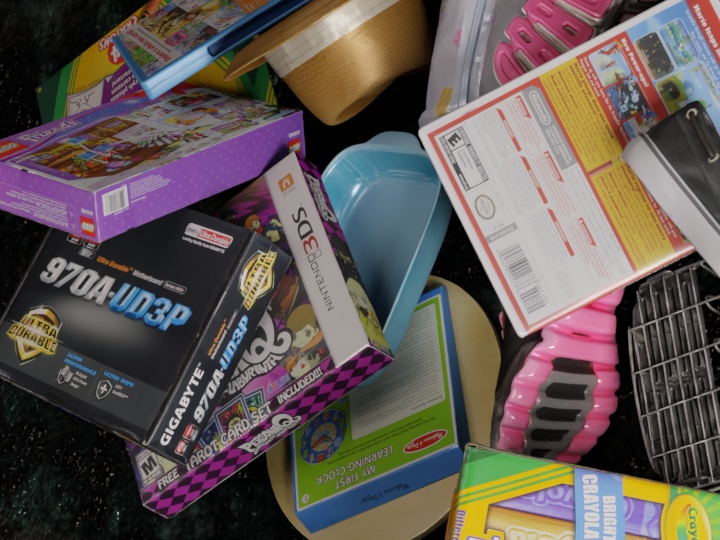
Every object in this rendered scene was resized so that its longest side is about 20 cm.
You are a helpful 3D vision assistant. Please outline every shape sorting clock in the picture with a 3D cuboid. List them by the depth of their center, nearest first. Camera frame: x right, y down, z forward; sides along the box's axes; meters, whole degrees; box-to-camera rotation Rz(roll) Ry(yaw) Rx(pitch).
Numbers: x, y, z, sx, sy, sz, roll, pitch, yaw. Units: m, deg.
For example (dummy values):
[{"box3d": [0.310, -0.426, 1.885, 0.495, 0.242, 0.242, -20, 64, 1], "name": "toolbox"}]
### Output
[{"box3d": [0.016, 0.097, 1.301, 0.199, 0.039, 0.201, -21, 53, 31], "name": "shape sorting clock"}]

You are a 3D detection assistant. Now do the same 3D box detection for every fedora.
[{"box3d": [-0.002, -0.158, 1.332, 0.200, 0.201, 0.082, -29, 96, 32], "name": "fedora"}]

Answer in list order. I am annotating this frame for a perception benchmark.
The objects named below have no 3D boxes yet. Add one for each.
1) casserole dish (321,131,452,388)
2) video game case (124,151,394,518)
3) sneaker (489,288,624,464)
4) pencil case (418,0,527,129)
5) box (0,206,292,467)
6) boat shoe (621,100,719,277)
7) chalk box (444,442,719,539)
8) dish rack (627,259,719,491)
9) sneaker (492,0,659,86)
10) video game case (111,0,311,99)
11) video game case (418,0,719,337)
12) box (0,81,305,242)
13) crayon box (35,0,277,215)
[{"box3d": [0.000, 0.000, 1.318, 0.121, 0.039, 0.201, 9, 72, 44], "name": "casserole dish"}, {"box3d": [-0.088, 0.043, 1.306, 0.200, 0.036, 0.182, -35, 50, 17], "name": "video game case"}, {"box3d": [0.119, 0.038, 1.221, 0.095, 0.079, 0.201, 6, 79, 62], "name": "sneaker"}, {"box3d": [0.093, -0.180, 1.287, 0.083, 0.091, 0.201, 9, 83, 2], "name": "pencil case"}, {"box3d": [-0.158, 0.029, 1.310, 0.199, 0.046, 0.160, 19, 78, 43], "name": "box"}, {"box3d": [0.220, -0.020, 1.070, 0.057, 0.069, 0.200, -42, 54, 11], "name": "boat shoe"}, {"box3d": [0.141, 0.188, 1.073, 0.199, 0.125, 0.125, 12, 71, 4], "name": "chalk box"}, {"box3d": [0.250, 0.048, 1.105, 0.199, 0.054, 0.154, -23, 61, 36], "name": "dish rack"}, {"box3d": [0.162, -0.173, 1.237, 0.074, 0.088, 0.200, 31, 75, 27], "name": "sneaker"}, {"box3d": [-0.085, -0.201, 1.398, 0.199, 0.018, 0.143, -32, 26, -3], "name": "video game case"}, {"box3d": [0.154, -0.067, 1.157, 0.199, 0.017, 0.144, -27, 85, 6], "name": "video game case"}, {"box3d": [-0.155, -0.081, 1.335, 0.136, 0.199, 0.039, 18, 121, 39], "name": "box"}, {"box3d": [-0.161, -0.116, 1.508, 0.200, 0.058, 0.173, -32, 58, 29], "name": "crayon box"}]
